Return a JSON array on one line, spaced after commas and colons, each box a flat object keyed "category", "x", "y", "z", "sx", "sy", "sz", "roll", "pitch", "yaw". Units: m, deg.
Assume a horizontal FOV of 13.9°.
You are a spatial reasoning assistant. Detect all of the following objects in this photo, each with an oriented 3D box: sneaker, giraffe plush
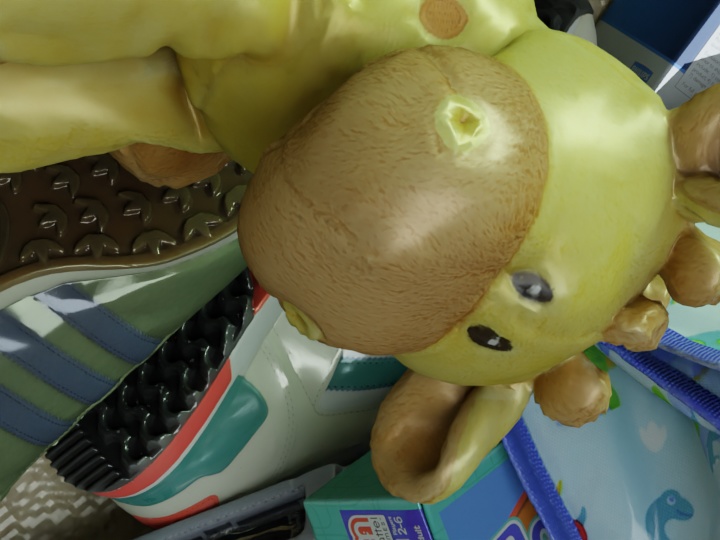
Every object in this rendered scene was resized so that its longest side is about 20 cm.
[{"category": "sneaker", "x": -0.096, "y": 0.015, "z": 0.778, "sx": 0.200, "sy": 0.067, "sz": 0.090, "roll": -30, "pitch": 152, "yaw": -27}, {"category": "sneaker", "x": 0.000, "y": 0.001, "z": 0.855, "sx": 0.200, "sy": 0.070, "sz": 0.093, "roll": -47, "pitch": 139, "yaw": -1}, {"category": "giraffe plush", "x": 0.003, "y": -0.038, "z": 0.678, "sx": 0.199, "sy": 0.162, "sz": 0.173, "roll": -15, "pitch": 153, "yaw": -30}]

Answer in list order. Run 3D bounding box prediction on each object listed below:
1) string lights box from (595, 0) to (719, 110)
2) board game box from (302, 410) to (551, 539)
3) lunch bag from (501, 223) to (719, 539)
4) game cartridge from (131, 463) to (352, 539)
[{"category": "string lights box", "x": 0.160, "y": -0.101, "z": 0.871, "sx": 0.103, "sy": 0.059, "sz": 0.200, "roll": 34, "pitch": 94, "yaw": -25}, {"category": "board game box", "x": 0.075, "y": 0.118, "z": 0.817, "sx": 0.152, "sy": 0.045, "sz": 0.201, "roll": -33, "pitch": 110, "yaw": -43}, {"category": "lunch bag", "x": 0.138, "y": 0.044, "z": 0.761, "sx": 0.170, "sy": 0.200, "sz": 0.128, "roll": -24, "pitch": 157, "yaw": -41}, {"category": "game cartridge", "x": -0.043, "y": 0.136, "z": 0.854, "sx": 0.199, "sy": 0.041, "sz": 0.133, "roll": -22, "pitch": 124, "yaw": 14}]
